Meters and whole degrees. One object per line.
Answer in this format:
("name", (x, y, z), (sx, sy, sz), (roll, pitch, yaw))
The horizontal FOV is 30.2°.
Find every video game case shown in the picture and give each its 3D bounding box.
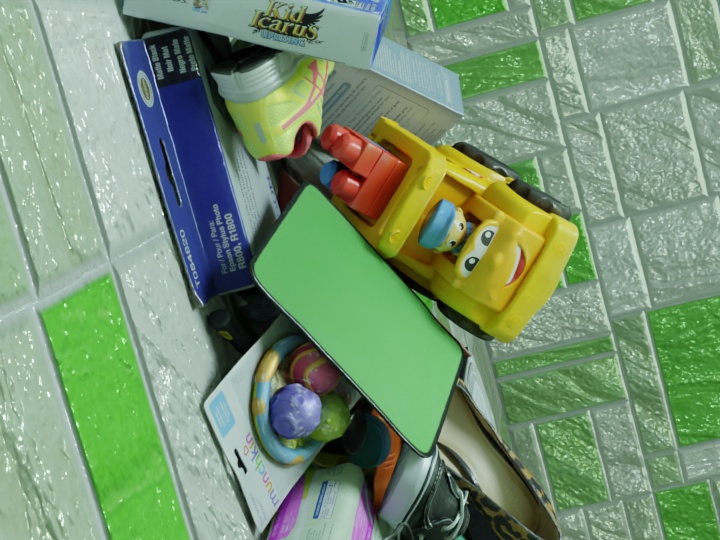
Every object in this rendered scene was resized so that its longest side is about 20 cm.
("video game case", (-0.069, -0.212, 1.021), (0.200, 0.181, 0.045), (-78, 179, -70))

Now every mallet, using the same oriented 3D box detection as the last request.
("mallet", (-0.069, 0.086, 1.036), (0.200, 0.066, 0.041), (47, 56, -42))

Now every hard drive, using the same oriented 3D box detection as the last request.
("hard drive", (0.113, 0.185, 1.259), (0.140, 0.038, 0.200), (-59, 133, -75))

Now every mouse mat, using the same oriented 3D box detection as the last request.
("mouse mat", (0.003, 0.034, 1.017), (0.200, 0.008, 0.161), (48, 30, -12))

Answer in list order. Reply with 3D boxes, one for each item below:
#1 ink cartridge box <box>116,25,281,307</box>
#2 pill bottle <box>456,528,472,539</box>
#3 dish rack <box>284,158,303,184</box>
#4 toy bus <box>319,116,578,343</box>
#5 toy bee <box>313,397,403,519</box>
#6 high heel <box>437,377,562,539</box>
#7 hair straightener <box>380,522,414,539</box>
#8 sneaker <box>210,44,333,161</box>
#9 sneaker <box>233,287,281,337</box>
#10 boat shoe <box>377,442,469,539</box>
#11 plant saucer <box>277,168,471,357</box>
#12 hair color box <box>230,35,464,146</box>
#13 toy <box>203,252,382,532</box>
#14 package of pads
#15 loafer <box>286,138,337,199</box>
("ink cartridge box", (-0.111, -0.087, 1.013), (0.200, 0.041, 0.200), (-60, 135, -77))
("pill bottle", (0.048, 0.215, 1.285), (0.200, 0.113, 0.113), (-94, 166, -45))
("dish rack", (-0.063, -0.145, 1.380), (0.172, 0.044, 0.200), (-75, 149, -73))
("toy bus", (0.055, -0.051, 1.116), (0.192, 0.136, 0.200), (28, 8, -34))
("toy bee", (0.005, 0.129, 1.186), (0.131, 0.109, 0.200), (28, 88, -54))
("high heel", (0.094, 0.140, 1.081), (0.143, 0.071, 0.200), (28, -28, 51))
("hair straightener", (0.039, 0.252, 1.021), (0.200, 0.041, 0.077), (61, 18, -44))
("sneaker", (-0.062, -0.134, 1.044), (0.200, 0.078, 0.090), (-51, 127, -67))
("sneaker", (-0.047, 0.047, 1.093), (0.200, 0.078, 0.086), (25, 55, -78))
("boat shoe", (0.055, 0.187, 1.076), (0.200, 0.071, 0.072), (93, 18, -66))
("plant saucer", (0.000, 0.000, 1.231), (0.200, 0.037, 0.200), (44, 2, -18))
("hair color box", (-0.016, -0.167, 1.198), (0.200, 0.099, 0.061), (22, 44, -29))
("toy", (-0.031, 0.085, 0.985), (0.200, 0.047, 0.115), (-54, 131, -49))
("package of pads", (-0.013, 0.261, 0.997), (0.155, 0.068, 0.200), (-71, 147, -71))
("loafer", (-0.046, -0.113, 1.264), (0.200, 0.070, 0.070), (50, 45, -2))
